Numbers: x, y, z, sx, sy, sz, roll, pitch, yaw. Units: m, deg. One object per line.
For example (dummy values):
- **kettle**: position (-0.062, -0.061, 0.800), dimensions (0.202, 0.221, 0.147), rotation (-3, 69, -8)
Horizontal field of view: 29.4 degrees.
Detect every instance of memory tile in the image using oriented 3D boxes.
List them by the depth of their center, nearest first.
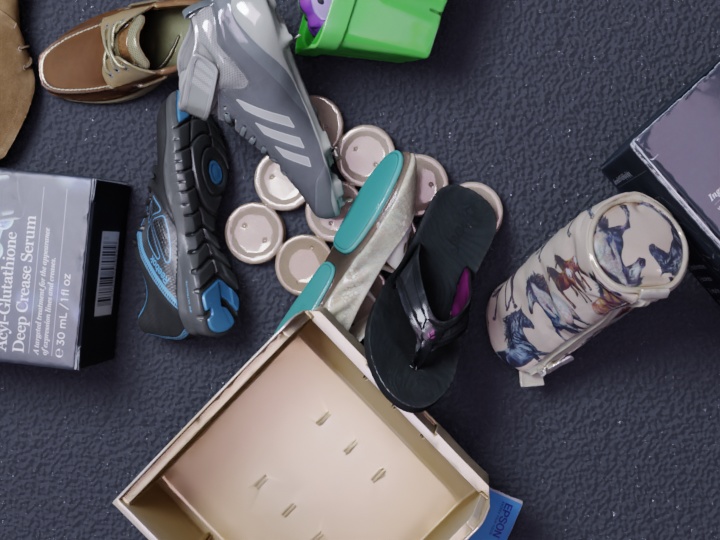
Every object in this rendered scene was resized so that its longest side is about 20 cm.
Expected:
- **memory tile**: position (0.001, -0.037, 1.118), dimensions (0.198, 0.017, 0.155), rotation (29, 93, 4)

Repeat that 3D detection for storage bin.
- **storage bin**: position (-0.036, 0.165, 1.018), dimensions (0.200, 0.094, 0.199), rotation (45, 96, 2)

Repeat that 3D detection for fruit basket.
- **fruit basket**: position (-0.025, -0.270, 1.062), dimensions (0.213, 0.155, 0.219), rotation (-1, 96, -11)

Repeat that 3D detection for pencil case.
- **pencil case**: position (0.163, 0.016, 1.013), dimensions (0.077, 0.200, 0.090), rotation (-9, 73, -22)

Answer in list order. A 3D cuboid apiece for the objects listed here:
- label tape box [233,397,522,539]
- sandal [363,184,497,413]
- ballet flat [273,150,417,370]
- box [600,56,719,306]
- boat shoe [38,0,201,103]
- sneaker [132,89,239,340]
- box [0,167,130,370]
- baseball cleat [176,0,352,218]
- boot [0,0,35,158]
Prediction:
- **label tape box**: position (0.011, 0.202, 1.096), dimensions (0.198, 0.066, 0.145), rotation (23, 94, 2)
- **sandal**: position (0.055, 0.011, 1.027), dimensions (0.075, 0.048, 0.202), rotation (24, 57, -7)
- **ballet flat**: position (0.000, 0.000, 1.089), dimensions (0.062, 0.067, 0.201), rotation (30, 98, -24)
- **box**: position (0.289, -0.049, 0.997), dimensions (0.124, 0.200, 0.197), rotation (-43, 87, 3)
- **boat shoe**: position (-0.171, -0.183, 1.093), dimensions (0.198, 0.074, 0.077), rotation (-12, 89, 18)
- **sneaker**: position (-0.152, -0.044, 1.104), dimensions (0.081, 0.073, 0.203), rotation (-10, 79, 30)
- **box**: position (-0.298, -0.008, 1.102), dimensions (0.197, 0.107, 0.151), rotation (6, 92, 6)
- **baseball cleat**: position (-0.080, -0.119, 1.053), dimensions (0.105, 0.070, 0.202), rotation (-20, 116, -1)
- **boot**: position (-0.298, -0.185, 1.131), dimensions (0.075, 0.073, 0.202), rotation (20, 86, -24)
